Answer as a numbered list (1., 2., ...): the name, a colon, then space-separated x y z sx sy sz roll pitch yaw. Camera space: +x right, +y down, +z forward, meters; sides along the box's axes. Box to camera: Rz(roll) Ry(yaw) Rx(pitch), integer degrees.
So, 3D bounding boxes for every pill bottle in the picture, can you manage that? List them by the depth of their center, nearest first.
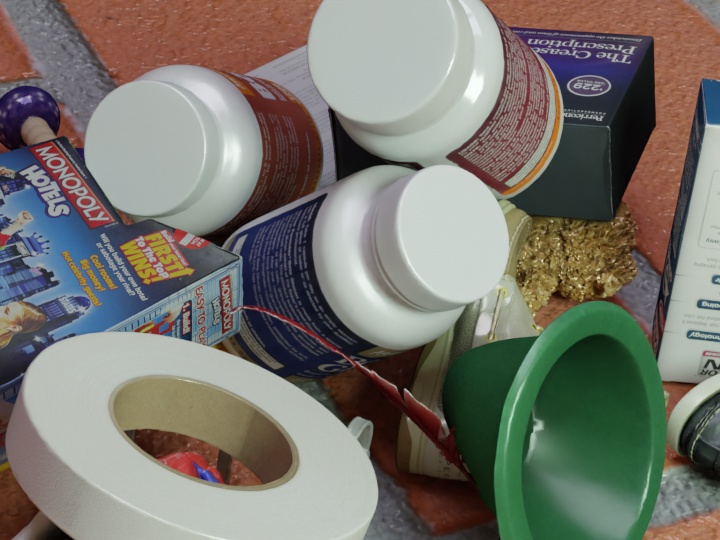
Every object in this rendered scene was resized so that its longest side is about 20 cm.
1. pill bottle: 0.000 0.000 1.315 0.111 0.112 0.199 -24 2 -36
2. pill bottle: 0.047 -0.115 1.330 0.113 0.115 0.200 23 -1 23
3. pill bottle: -0.104 -0.078 1.426 0.111 0.113 0.200 17 6 16

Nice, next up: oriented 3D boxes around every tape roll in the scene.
1. tape roll: -0.088 0.100 1.140 0.201 0.037 0.203 19 22 -8

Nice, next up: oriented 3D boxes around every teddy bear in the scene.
1. teddy bear: 0.089 -0.006 1.474 0.199 0.067 0.145 -19 37 -20

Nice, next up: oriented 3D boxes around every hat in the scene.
1. hat: 0.061 0.084 1.258 0.175 0.202 0.165 8 32 39

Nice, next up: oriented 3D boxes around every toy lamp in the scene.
1. toy lamp: -0.210 -0.076 1.488 0.058 0.059 0.200 -8 26 -19

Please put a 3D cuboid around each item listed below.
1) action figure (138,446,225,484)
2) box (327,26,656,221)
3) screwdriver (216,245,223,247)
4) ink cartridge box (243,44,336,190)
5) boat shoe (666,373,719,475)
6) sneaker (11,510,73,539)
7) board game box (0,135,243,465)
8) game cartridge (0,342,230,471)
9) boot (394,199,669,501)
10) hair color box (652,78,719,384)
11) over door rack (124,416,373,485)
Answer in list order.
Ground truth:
1. action figure: -0.077 0.154 1.148 0.065 0.052 0.200 -24 47 -26
2. box: 0.095 -0.108 1.502 0.198 0.079 0.141 6 36 18
3. screwdriver: -0.050 -0.015 1.448 0.198 0.028 0.029 -2 9 20
4. ink cartridge box: 0.002 -0.084 1.593 0.160 0.047 0.200 -29 65 -39
5. boat shoe: 0.288 0.081 1.362 0.198 0.075 0.066 -19 44 -30
6. sneaker: -0.193 0.191 1.092 0.070 0.094 0.200 25 55 21
7. board game box: -0.180 0.011 1.267 0.198 0.062 0.200 -17 46 -23
8. game cartridge: -0.199 0.038 1.388 0.199 0.033 0.176 -23 44 -36
9. boot: 0.119 0.057 1.346 0.153 0.072 0.201 15 57 11
10. hair color box: 0.251 -0.019 1.386 0.099 0.201 0.061 7 35 1
11. over door rack: -0.100 0.144 1.234 0.147 0.067 0.201 20 51 19
